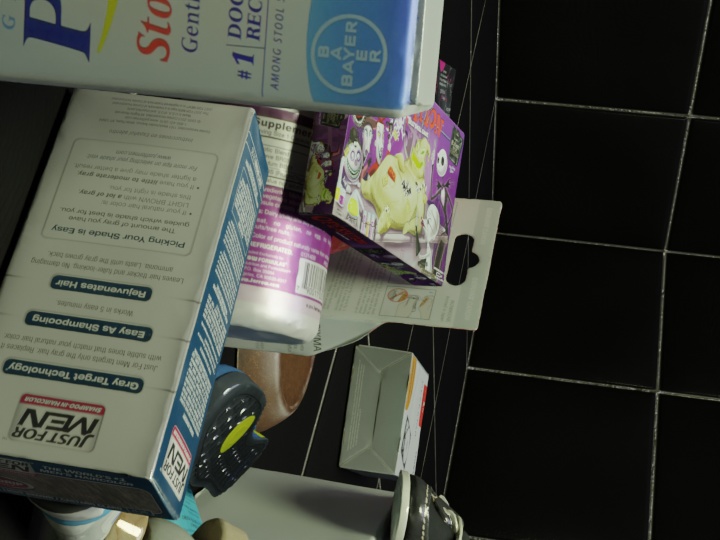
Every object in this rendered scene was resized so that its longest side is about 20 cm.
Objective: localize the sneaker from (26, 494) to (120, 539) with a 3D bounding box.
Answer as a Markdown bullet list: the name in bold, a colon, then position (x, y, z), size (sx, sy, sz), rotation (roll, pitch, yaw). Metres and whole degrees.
- **sneaker**: position (-0.131, 0.063, 0.688), size (0.087, 0.075, 0.201), rotation (101, 8, -50)

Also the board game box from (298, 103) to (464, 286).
- **board game box**: position (0.020, -0.068, 0.834), size (0.200, 0.032, 0.121), rotation (29, 63, -64)

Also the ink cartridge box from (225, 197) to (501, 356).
- **ink cartridge box**: position (0.000, 0.000, 0.969), size (0.163, 0.199, 0.057), rotation (-72, 168, -49)

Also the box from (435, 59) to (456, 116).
- **box**: position (0.006, -0.137, 1.116), size (0.200, 0.131, 0.115), rotation (-27, 126, -79)

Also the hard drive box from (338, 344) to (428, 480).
- **hard drive box**: position (0.033, 0.192, 1.639), size (0.200, 0.076, 0.157), rotation (54, 44, -76)

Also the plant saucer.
- **plant saucer**: position (-0.066, 0.047, 1.109), size (0.200, 0.034, 0.202), rotation (7, 90, -80)

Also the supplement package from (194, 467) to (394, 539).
- **supplement package**: position (-0.064, 0.275, 0.938), size (0.191, 0.146, 0.201), rotation (-27, 124, -78)

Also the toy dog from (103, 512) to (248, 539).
- **toy dog**: position (-0.131, 0.214, 0.688), size (0.096, 0.132, 0.200), rotation (-44, -171, 33)

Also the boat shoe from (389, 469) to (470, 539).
- **boat shoe**: position (0.054, 0.208, 0.961), size (0.200, 0.060, 0.074), rotation (84, 15, -59)

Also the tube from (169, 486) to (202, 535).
- **tube**: position (-0.111, 0.200, 0.797), size (0.078, 0.050, 0.201), rotation (84, -8, -67)

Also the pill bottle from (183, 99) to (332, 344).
- **pill bottle**: position (-0.069, -0.059, 0.804), size (0.112, 0.112, 0.201), rotation (48, 49, -77)

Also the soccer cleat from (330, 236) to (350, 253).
- **soccer cleat**: position (0.021, -0.069, 0.926), size (0.200, 0.067, 0.077), rotation (-29, 162, -48)

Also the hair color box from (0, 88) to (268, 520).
- **hair color box**: position (-0.116, 0.011, 0.610), size (0.061, 0.099, 0.201), rotation (82, 18, -60)

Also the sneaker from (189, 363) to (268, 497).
- **sneaker**: position (-0.104, 0.088, 0.779), size (0.066, 0.078, 0.200), rotation (-43, 170, -14)

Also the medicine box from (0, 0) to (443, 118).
- **medicine box**: position (-0.062, -0.164, 0.515), size (0.103, 0.199, 0.183), rotation (-47, 142, -77)
